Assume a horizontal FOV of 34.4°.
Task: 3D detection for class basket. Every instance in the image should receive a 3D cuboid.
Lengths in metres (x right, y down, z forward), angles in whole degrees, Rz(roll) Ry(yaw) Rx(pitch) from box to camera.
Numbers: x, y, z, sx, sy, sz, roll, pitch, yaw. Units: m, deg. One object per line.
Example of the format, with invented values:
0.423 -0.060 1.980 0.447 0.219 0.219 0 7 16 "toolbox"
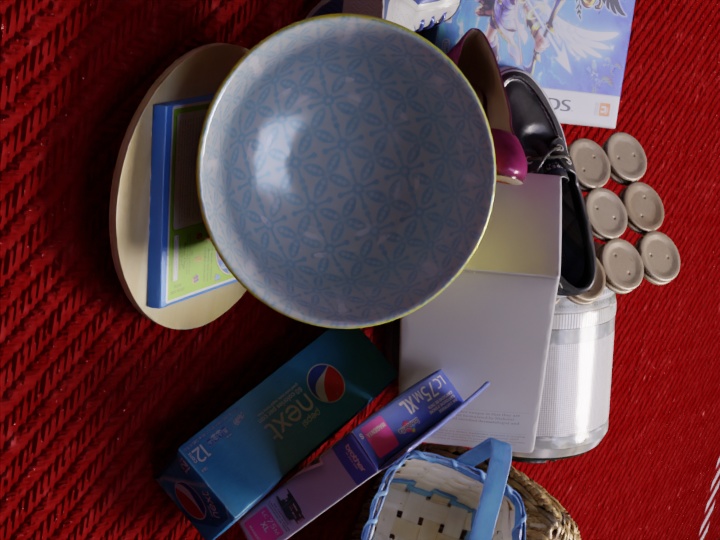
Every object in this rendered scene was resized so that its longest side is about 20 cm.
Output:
0.117 0.259 1.128 0.149 0.199 0.144 42 70 -50 "basket"
0.068 0.231 0.953 0.200 0.138 0.178 120 -11 -74 "basket"

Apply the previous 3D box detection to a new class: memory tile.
0.202 -0.047 1.062 0.198 0.017 0.155 -10 76 -32 "memory tile"

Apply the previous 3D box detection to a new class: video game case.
0.146 -0.230 0.993 0.179 0.045 0.202 3 102 -18 "video game case"

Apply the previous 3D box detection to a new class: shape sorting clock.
-0.108 -0.058 0.816 0.199 0.039 0.202 -32 130 -48 "shape sorting clock"

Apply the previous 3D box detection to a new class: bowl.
-0.015 -0.070 0.796 0.198 0.108 0.203 -1 99 -9 "bowl"

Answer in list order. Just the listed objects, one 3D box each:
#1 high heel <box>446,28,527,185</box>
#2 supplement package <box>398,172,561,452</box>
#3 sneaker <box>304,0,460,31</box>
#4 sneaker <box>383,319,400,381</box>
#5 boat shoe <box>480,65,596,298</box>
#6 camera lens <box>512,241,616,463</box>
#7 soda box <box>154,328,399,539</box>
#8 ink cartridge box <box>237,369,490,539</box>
0.089 -0.126 0.871 0.067 0.200 0.097 11 105 -16 "high heel"
0.092 0.033 0.921 0.118 0.116 0.201 -78 171 -45 "supplement package"
0.026 -0.202 0.901 0.115 0.080 0.201 25 83 -53 "sneaker"
0.067 0.041 1.052 0.073 0.082 0.202 -18 118 -23 "sneaker"
0.151 -0.072 0.963 0.069 0.066 0.202 -15 98 -12 "boat shoe"
0.167 0.075 1.139 0.159 0.159 0.202 -13 109 -51 "camera lens"
-0.062 0.121 0.916 0.200 0.068 0.064 -37 173 -39 "soda box"
0.001 0.140 0.881 0.119 0.042 0.200 -28 171 -48 "ink cartridge box"
